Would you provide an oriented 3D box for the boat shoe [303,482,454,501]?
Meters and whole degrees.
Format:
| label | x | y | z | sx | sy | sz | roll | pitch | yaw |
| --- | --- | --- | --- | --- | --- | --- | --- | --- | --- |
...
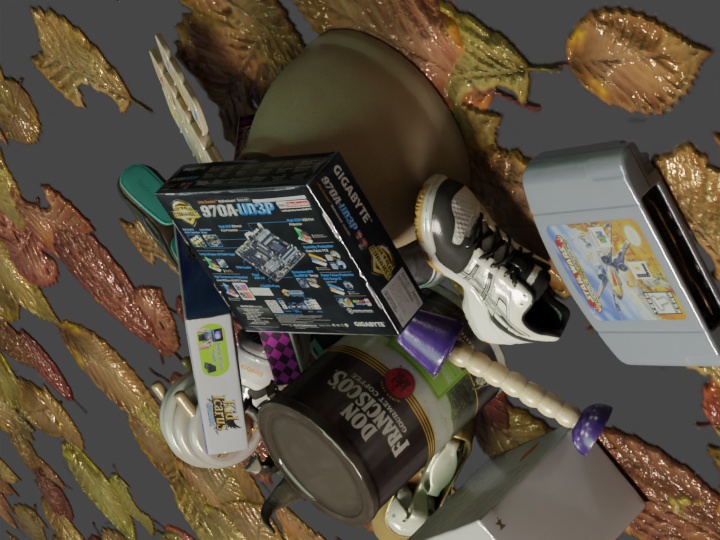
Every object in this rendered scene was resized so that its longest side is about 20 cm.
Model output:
| label | x | y | z | sx | sy | sz | roll | pitch | yaw |
| --- | --- | --- | --- | --- | --- | --- | --- | --- | --- |
| boat shoe | 0.009 | 0.232 | 1.666 | 0.200 | 0.060 | 0.074 | 16 | 150 | -25 |

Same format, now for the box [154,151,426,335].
| label | x | y | z | sx | sy | sz | roll | pitch | yaw |
| --- | --- | --- | --- | --- | --- | --- | --- | --- | --- |
| box | -0.061 | -0.019 | 1.295 | 0.200 | 0.046 | 0.159 | -1 | 129 | 46 |

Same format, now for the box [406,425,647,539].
| label | x | y | z | sx | sy | sz | roll | pitch | yaw |
| --- | --- | --- | --- | --- | --- | --- | --- | --- | --- |
| box | 0.151 | 0.250 | 1.496 | 0.106 | 0.152 | 0.200 | 50 | 152 | 0 |

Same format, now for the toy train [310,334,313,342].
| label | x | y | z | sx | sy | sz | roll | pitch | yaw |
| --- | --- | --- | --- | --- | --- | --- | --- | --- | --- |
| toy train | -0.093 | 0.046 | 1.665 | 0.200 | 0.034 | 0.046 | 31 | 141 | 66 |

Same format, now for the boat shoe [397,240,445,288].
| label | x | y | z | sx | sy | sz | roll | pitch | yaw |
| --- | --- | --- | --- | --- | --- | --- | --- | --- | --- |
| boat shoe | 0.000 | 0.000 | 1.475 | 0.200 | 0.066 | 0.070 | -1 | 97 | 54 |

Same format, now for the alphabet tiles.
| label | x | y | z | sx | sy | sz | roll | pitch | yaw |
| --- | --- | --- | --- | --- | --- | --- | --- | --- | --- |
| alphabet tiles | -0.161 | -0.131 | 1.531 | 0.200 | 0.015 | 0.196 | 59 | 169 | 38 |

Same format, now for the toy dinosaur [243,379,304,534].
| label | x | y | z | sx | sy | sz | roll | pitch | yaw |
| --- | --- | --- | --- | --- | --- | --- | --- | --- | --- |
| toy dinosaur | -0.064 | 0.171 | 1.542 | 0.102 | 0.200 | 0.077 | 26 | 125 | -30 |

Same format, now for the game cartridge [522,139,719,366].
| label | x | y | z | sx | sy | sz | roll | pitch | yaw |
| --- | --- | --- | --- | --- | --- | --- | --- | --- | --- |
| game cartridge | 0.210 | -0.008 | 1.226 | 0.133 | 0.042 | 0.200 | -8 | 119 | 53 |

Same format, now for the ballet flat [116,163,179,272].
| label | x | y | z | sx | sy | sz | roll | pitch | yaw |
| --- | --- | --- | --- | --- | --- | --- | --- | --- | --- |
| ballet flat | -0.199 | -0.040 | 1.742 | 0.200 | 0.068 | 0.068 | 50 | 163 | 21 |

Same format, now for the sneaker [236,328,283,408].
| label | x | y | z | sx | sy | sz | roll | pitch | yaw |
| --- | --- | --- | --- | --- | --- | --- | --- | --- | --- |
| sneaker | -0.109 | 0.106 | 1.691 | 0.074 | 0.080 | 0.200 | 21 | -178 | 9 |

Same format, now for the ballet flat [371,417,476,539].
| label | x | y | z | sx | sy | sz | roll | pitch | yaw |
| --- | --- | --- | --- | --- | --- | --- | --- | --- | --- |
| ballet flat | 0.062 | 0.222 | 1.595 | 0.069 | 0.063 | 0.200 | 15 | 119 | -12 |

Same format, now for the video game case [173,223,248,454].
| label | x | y | z | sx | sy | sz | roll | pitch | yaw |
| --- | --- | --- | --- | --- | --- | --- | --- | --- | --- |
| video game case | -0.148 | 0.046 | 1.520 | 0.200 | 0.045 | 0.181 | -104 | 9 | -48 |

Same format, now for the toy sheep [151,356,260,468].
| label | x | y | z | sx | sy | sz | roll | pitch | yaw |
| --- | --- | --- | --- | --- | --- | --- | --- | --- | --- |
| toy sheep | -0.188 | 0.179 | 1.923 | 0.138 | 0.138 | 0.200 | 59 | 165 | -18 |

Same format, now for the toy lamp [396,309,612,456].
| label | x | y | z | sx | sy | sz | roll | pitch | yaw |
| --- | --- | --- | --- | --- | --- | --- | --- | --- | --- |
| toy lamp | 0.126 | 0.097 | 1.396 | 0.200 | 0.058 | 0.058 | 30 | 149 | 6 |

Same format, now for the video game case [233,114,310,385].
| label | x | y | z | sx | sy | sz | roll | pitch | yaw |
| --- | --- | --- | --- | --- | --- | --- | --- | --- | --- |
| video game case | -0.085 | -0.021 | 1.503 | 0.036 | 0.181 | 0.200 | -8 | 130 | 8 |

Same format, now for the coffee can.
| label | x | y | z | sx | sy | sz | roll | pitch | yaw |
| --- | --- | --- | --- | --- | --- | --- | --- | --- | --- |
| coffee can | 0.022 | 0.123 | 1.475 | 0.146 | 0.200 | 0.146 | 34 | 148 | 25 |

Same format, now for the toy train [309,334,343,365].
| label | x | y | z | sx | sy | sz | roll | pitch | yaw |
| --- | --- | --- | --- | --- | --- | --- | --- | --- | --- |
| toy train | -0.018 | 0.125 | 1.670 | 0.114 | 0.085 | 0.200 | 54 | 155 | 17 |

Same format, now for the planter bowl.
| label | x | y | z | sx | sy | sz | roll | pitch | yaw |
| --- | --- | --- | --- | --- | --- | --- | --- | --- | --- |
| planter bowl | -0.022 | -0.089 | 1.351 | 0.200 | 0.135 | 0.200 | 34 | 148 | 25 |

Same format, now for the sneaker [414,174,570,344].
| label | x | y | z | sx | sy | sz | roll | pitch | yaw |
| --- | --- | --- | --- | --- | --- | --- | --- | --- | --- |
| sneaker | 0.117 | -0.010 | 1.313 | 0.088 | 0.076 | 0.200 | 5 | 147 | 37 |
